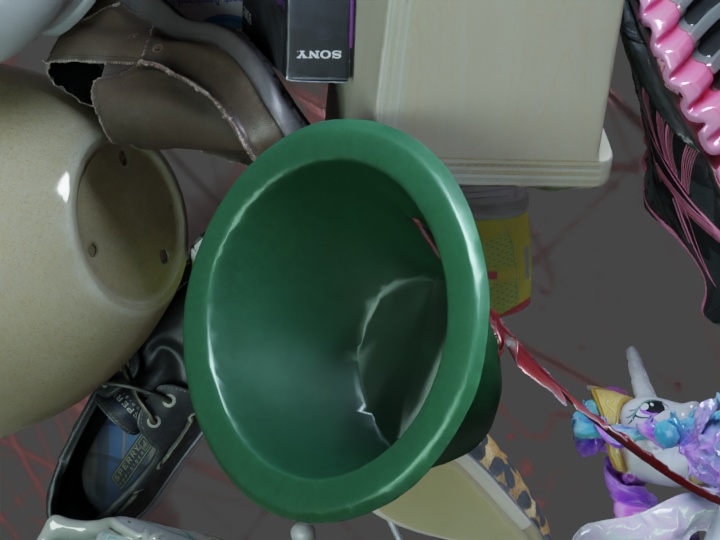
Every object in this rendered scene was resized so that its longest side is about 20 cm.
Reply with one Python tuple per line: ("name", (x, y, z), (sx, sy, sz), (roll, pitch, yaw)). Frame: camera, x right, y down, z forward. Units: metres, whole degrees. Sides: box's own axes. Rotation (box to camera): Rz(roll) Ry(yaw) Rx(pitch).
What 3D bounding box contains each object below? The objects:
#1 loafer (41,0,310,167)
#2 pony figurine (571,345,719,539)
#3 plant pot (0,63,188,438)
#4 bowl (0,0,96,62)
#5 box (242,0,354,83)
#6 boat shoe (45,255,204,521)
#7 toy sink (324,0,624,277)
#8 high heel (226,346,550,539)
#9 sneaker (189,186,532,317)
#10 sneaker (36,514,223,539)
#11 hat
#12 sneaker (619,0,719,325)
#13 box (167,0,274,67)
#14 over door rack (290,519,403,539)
("loafer", (-0.086, -0.077, 1.419), (0.200, 0.071, 0.073), (32, 162, 53))
("pony figurine", (0.175, 0.130, 1.368), (0.199, 0.166, 0.194), (0, 75, 39))
("plant pot", (-0.166, -0.017, 1.509), (0.134, 0.200, 0.201), (-9, 102, 34))
("bowl", (-0.170, -0.174, 1.446), (0.090, 0.202, 0.201), (24, 135, -27))
("box", (-0.029, -0.196, 1.374), (0.036, 0.143, 0.201), (-2, 103, -10))
("boat shoe", (-0.116, 0.070, 1.587), (0.070, 0.066, 0.200), (45, 127, 13))
("toy sink", (0.053, -0.109, 1.333), (0.111, 0.131, 0.201), (1, 123, -9))
("high heel", (0.020, 0.038, 1.397), (0.200, 0.143, 0.071), (34, 132, -16))
("sneaker", (0.000, 0.000, 1.472), (0.199, 0.078, 0.091), (-8, 104, 37))
("sneaker", (-0.096, 0.167, 1.547), (0.200, 0.071, 0.080), (0, 148, 45))
("hat", (0.042, 0.045, 1.318), (0.165, 0.176, 0.201), (-35, 60, 29))
("sneaker", (0.151, -0.060, 1.351), (0.095, 0.079, 0.201), (-25, 90, 50))
("box", (-0.091, -0.179, 1.496), (0.119, 0.041, 0.201), (3, 111, 35))
("over door rack", (0.019, 0.123, 1.471), (0.200, 0.066, 0.148), (54, 162, 8))
